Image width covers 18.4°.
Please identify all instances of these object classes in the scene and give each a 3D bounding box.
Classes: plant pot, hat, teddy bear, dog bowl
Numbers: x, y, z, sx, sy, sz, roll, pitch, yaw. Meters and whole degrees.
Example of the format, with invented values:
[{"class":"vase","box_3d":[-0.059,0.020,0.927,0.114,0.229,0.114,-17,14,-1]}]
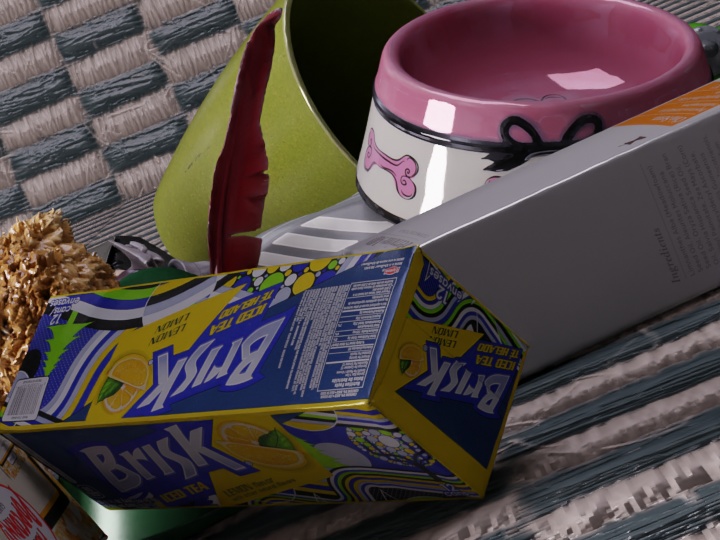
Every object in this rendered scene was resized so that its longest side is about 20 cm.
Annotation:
[{"class":"plant pot","box_3d":[-0.044,-0.074,1.499,0.200,0.187,0.187,-34,-1,36]},{"class":"hat","box_3d":[-0.097,0.010,0.963,0.165,0.176,0.200,-21,8,17]},{"class":"teddy bear","box_3d":[-0.179,0.060,0.971,0.200,0.067,0.145,-36,37,50]},{"class":"dog bowl","box_3d":[0.095,-0.085,1.165,0.200,0.074,0.200,-2,26,1]}]

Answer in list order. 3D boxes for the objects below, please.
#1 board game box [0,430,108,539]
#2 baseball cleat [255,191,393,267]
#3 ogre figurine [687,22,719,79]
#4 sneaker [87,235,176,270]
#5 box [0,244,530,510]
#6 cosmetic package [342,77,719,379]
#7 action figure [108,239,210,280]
[{"class":"board game box","box_3d":[-0.184,0.057,0.806,0.046,0.200,0.152,-41,4,8]},{"class":"baseball cleat","box_3d":[0.000,0.000,1.178,0.200,0.070,0.106,-37,30,-15]},{"class":"ogre figurine","box_3d":[0.187,-0.112,1.341,0.200,0.098,0.120,4,6,41]},{"class":"sneaker","box_3d":[-0.129,0.022,1.282,0.067,0.090,0.200,-63,0,6]},{"class":"box","box_3d":[-0.041,0.044,0.818,0.200,0.070,0.064,-7,53,43]},{"class":"cosmetic package","box_3d":[0.102,-0.016,0.968,0.200,0.071,0.101,-25,8,-10]},{"class":"action figure","box_3d":[-0.142,0.055,1.132,0.200,0.069,0.130,-35,29,-16]}]
